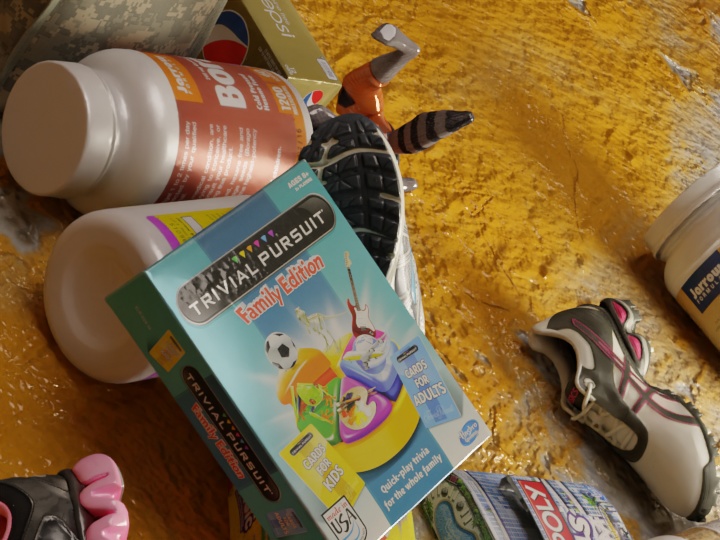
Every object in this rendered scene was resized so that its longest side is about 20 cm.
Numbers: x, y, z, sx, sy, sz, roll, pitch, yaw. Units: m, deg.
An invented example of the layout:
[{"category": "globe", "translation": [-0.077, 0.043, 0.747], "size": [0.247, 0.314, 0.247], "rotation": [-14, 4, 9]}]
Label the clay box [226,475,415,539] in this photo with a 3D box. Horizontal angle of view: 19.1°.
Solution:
[{"category": "clay box", "translation": [-0.022, 0.157, 1.292], "size": [0.114, 0.048, 0.201], "rotation": [26, 32, -26]}]

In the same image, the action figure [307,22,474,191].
[{"category": "action figure", "translation": [0.006, -0.052, 1.484], "size": [0.104, 0.193, 0.202], "rotation": [-6, 75, -17]}]

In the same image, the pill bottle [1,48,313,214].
[{"category": "pill bottle", "translation": [-0.133, -0.086, 1.408], "size": [0.199, 0.112, 0.113], "rotation": [2, 48, -50]}]

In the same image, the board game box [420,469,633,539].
[{"category": "board game box", "translation": [0.121, 0.208, 1.387], "size": [0.199, 0.062, 0.201], "rotation": [12, 42, -44]}]

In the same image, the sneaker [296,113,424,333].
[{"category": "sneaker", "translation": [0.000, 0.000, 1.346], "size": [0.086, 0.077, 0.202], "rotation": [-42, 128, -74]}]

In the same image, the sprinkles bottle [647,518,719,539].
[{"category": "sprinkles bottle", "translation": [0.259, 0.212, 1.541], "size": [0.199, 0.068, 0.068], "rotation": [-6, 55, -53]}]

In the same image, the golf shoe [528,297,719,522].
[{"category": "golf shoe", "translation": [0.198, 0.111, 1.616], "size": [0.088, 0.077, 0.201], "rotation": [-6, 49, -30]}]

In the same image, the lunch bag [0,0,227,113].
[{"category": "lunch bag", "translation": [-0.172, -0.203, 1.425], "size": [0.163, 0.200, 0.118], "rotation": [-1, 51, -50]}]

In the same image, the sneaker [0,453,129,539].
[{"category": "sneaker", "translation": [-0.158, 0.182, 1.088], "size": [0.095, 0.079, 0.201], "rotation": [1, 45, -20]}]

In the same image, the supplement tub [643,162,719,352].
[{"category": "supplement tub", "translation": [0.352, 0.011, 1.843], "size": [0.200, 0.145, 0.144], "rotation": [51, 30, 15]}]

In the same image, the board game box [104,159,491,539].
[{"category": "board game box", "translation": [-0.032, 0.057, 1.238], "size": [0.151, 0.047, 0.201], "rotation": [-38, 95, -43]}]

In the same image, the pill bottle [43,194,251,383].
[{"category": "pill bottle", "translation": [-0.097, 0.007, 1.339], "size": [0.199, 0.104, 0.104], "rotation": [-9, 57, -54]}]

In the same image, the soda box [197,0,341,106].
[{"category": "soda box", "translation": [-0.097, -0.195, 1.640], "size": [0.064, 0.068, 0.201], "rotation": [3, 48, -48]}]
